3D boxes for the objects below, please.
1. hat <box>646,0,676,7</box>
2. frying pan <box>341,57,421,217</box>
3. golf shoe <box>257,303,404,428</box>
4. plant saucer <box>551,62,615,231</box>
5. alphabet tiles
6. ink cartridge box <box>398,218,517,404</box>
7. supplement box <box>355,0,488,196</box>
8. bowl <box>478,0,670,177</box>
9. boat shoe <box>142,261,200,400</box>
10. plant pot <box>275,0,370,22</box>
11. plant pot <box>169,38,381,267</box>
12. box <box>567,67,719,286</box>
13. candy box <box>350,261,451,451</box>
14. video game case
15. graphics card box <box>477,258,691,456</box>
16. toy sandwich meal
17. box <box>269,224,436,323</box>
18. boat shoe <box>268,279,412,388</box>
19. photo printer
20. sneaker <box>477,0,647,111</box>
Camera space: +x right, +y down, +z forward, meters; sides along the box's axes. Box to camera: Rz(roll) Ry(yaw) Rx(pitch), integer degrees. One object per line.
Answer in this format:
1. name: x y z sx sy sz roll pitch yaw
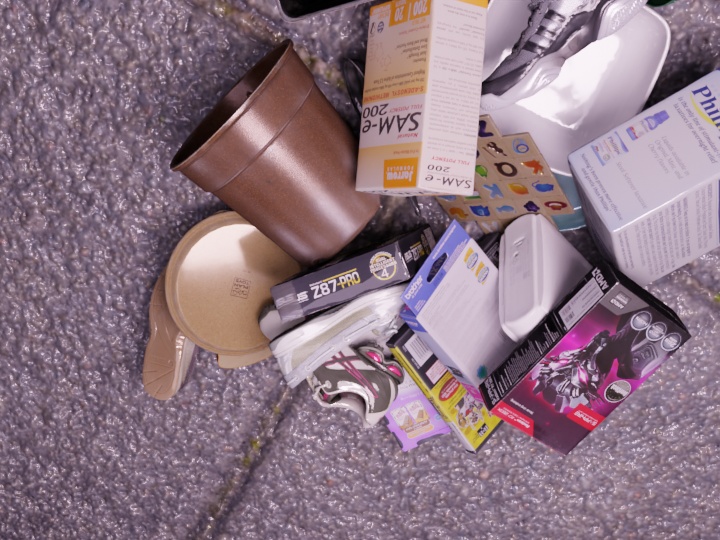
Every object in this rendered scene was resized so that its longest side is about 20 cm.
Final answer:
1. hat: 0.263 -0.380 0.927 0.174 0.201 0.167 27 113 -13
2. frying pan: 0.029 -0.165 1.076 0.031 0.115 0.191 -28 65 -9
3. golf shoe: -0.044 0.111 1.151 0.198 0.089 0.078 28 144 3
4. plant saucer: 0.233 -0.145 1.115 0.196 0.027 0.203 4 113 8
5. alphabet tiles: 0.147 -0.104 1.090 0.164 0.006 0.200 -3 142 38
6. ink cartridge box: 0.124 0.050 1.093 0.200 0.042 0.120 48 68 -30
7. supplement box: 0.061 -0.181 0.987 0.073 0.125 0.204 4 90 -32
8. bowl: 0.213 -0.221 1.031 0.197 0.075 0.202 24 114 -1
9. boat shoe: -0.242 0.071 1.266 0.071 0.065 0.203 13 96 12
10. plant pot: 0.001 -0.391 0.966 0.196 0.178 0.203 -11 112 13
11. plant pot: -0.082 -0.124 1.094 0.200 0.201 0.198 -39 109 22
12. box: 0.341 -0.093 1.011 0.198 0.184 0.106 -29 62 8
13. candy box: 0.080 0.110 1.224 0.166 0.072 0.202 -26 107 19
14. video game case: 0.149 0.089 1.157 0.200 0.025 0.182 -44 109 -19
15. graphics card box: 0.237 0.097 1.007 0.125 0.051 0.200 32 111 -25
16. toy sandwich meal: -0.155 0.019 1.211 0.202 0.070 0.209 -4 104 -15
17. box: 0.000 0.000 1.119 0.159 0.200 0.050 -21 93 17
18. boat shoe: -0.007 0.068 1.101 0.200 0.074 0.066 -25 92 -2
19. photo printer: 0.243 0.052 1.105 0.069 0.168 0.200 -29 123 33
20. sneaker: 0.179 -0.256 0.944 0.199 0.076 0.114 -36 103 15
